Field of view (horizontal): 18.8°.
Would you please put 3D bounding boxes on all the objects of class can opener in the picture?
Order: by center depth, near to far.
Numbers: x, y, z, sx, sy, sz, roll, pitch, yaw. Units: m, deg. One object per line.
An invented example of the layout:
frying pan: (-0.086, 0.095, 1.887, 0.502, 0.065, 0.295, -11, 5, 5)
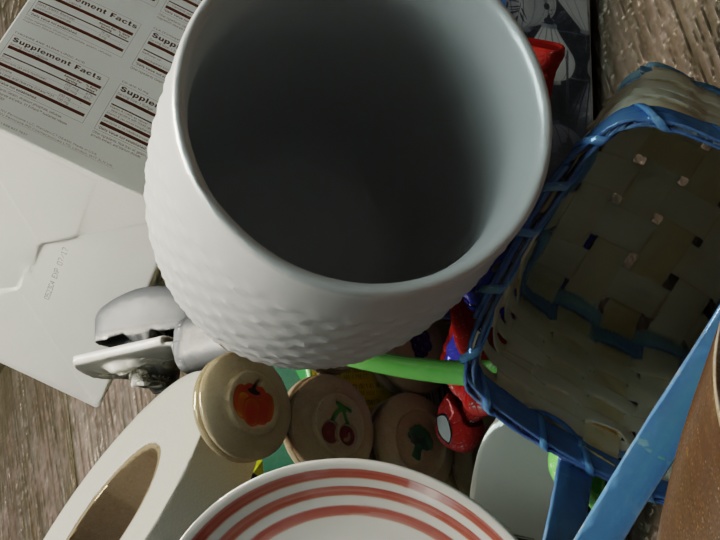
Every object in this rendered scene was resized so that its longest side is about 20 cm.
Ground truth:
can opener: (-0.077, 0.026, 1.198, 0.200, 0.053, 0.067, -15, 66, 35)

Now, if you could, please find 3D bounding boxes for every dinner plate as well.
dinner plate: (-0.001, 0.180, 0.965, 0.024, 0.200, 0.201, -24, -49, -75)

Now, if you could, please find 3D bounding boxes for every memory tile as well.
memory tile: (0.006, 0.030, 1.030, 0.017, 0.200, 0.154, -20, 61, 47)

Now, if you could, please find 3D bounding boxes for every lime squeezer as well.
lime squeezer: (0.074, 0.081, 0.947, 0.071, 0.200, 0.038, -47, -3, 4)

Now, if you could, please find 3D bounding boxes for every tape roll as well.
tape roll: (-0.125, 0.145, 1.145, 0.203, 0.037, 0.203, -50, 15, 19)

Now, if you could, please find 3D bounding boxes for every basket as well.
basket: (0.121, 0.017, 0.855, 0.177, 0.139, 0.200, -61, 1, 32)

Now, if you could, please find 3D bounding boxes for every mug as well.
mug: (-0.011, -0.057, 0.896, 0.175, 0.147, 0.201, 124, 159, -68)

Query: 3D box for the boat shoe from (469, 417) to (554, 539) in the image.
boat shoe: (0.069, 0.150, 1.019, 0.064, 0.070, 0.201, -45, -27, -73)

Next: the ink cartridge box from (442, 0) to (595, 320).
ink cartridge box: (0.064, -0.073, 1.061, 0.039, 0.099, 0.201, 144, 129, -61)

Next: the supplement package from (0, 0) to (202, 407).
supplement package: (-0.167, -0.067, 1.344, 0.191, 0.147, 0.200, -62, 4, 45)

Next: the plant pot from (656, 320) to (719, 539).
plant pot: (0.173, 0.113, 0.735, 0.200, 0.186, 0.187, 110, 155, -48)

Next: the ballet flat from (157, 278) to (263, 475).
ballet flat: (-0.087, 0.032, 1.296, 0.067, 0.067, 0.201, -174, 79, -73)

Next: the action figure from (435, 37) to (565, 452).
action figure: (0.056, -0.005, 0.985, 0.065, 0.052, 0.201, -65, -19, -62)

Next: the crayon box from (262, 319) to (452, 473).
crayon box: (0.000, 0.000, 1.080, 0.051, 0.127, 0.201, -19, 75, 47)

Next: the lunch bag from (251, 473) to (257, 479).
lunch bag: (-0.061, 0.210, 1.132, 0.136, 0.132, 0.200, -43, 18, 36)
